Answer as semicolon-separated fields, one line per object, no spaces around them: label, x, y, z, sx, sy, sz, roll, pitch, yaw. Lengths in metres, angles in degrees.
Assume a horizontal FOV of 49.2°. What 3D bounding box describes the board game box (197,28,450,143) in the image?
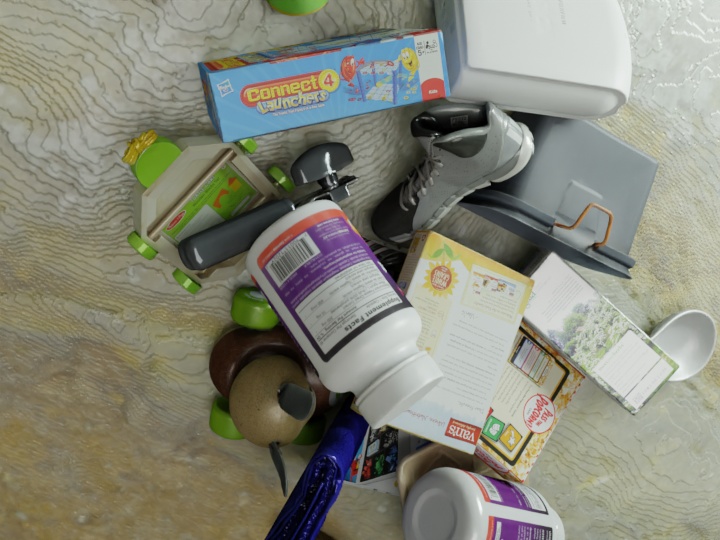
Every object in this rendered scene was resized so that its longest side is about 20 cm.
board game box;-0.044;-0.176;0.719;0.194;0.200;0.056;-13;110;-11

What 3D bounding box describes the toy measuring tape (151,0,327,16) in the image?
toy measuring tape;-0.095;-0.267;0.741;0.198;0.074;0.074;-18;112;-11

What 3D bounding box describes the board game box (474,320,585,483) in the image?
board game box;0.145;0.122;0.906;0.200;0.046;0.152;41;72;-12

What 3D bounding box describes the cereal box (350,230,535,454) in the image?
cereal box;0.089;0.077;0.828;0.143;0.039;0.201;24;84;-23

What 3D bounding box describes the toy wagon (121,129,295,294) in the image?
toy wagon;-0.159;-0.072;0.771;0.155;0.040;0.200;-47;137;-3

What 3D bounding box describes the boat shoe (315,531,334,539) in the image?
boat shoe;-0.037;0.384;0.984;0.200;0.071;0.069;38;94;-24

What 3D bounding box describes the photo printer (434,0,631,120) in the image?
photo printer;0.177;-0.236;0.788;0.198;0.069;0.168;5;67;-16

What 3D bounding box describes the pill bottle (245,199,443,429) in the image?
pill bottle;-0.012;0.043;0.741;0.111;0.111;0.201;-36;75;0

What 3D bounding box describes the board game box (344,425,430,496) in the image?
board game box;0.054;0.176;0.955;0.125;0.035;0.201;19;103;-21

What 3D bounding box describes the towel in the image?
towel;-0.035;0.217;0.835;0.049;0.200;0.148;31;106;4

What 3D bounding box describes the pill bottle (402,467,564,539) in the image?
pill bottle;0.148;0.296;0.904;0.199;0.112;0.113;24;102;-40

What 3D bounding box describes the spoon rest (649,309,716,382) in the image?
spoon rest;0.367;0.099;0.998;0.198;0.061;0.100;-3;109;-13

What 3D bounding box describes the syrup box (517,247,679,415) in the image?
syrup box;0.260;0.068;0.914;0.200;0.081;0.079;42;95;0

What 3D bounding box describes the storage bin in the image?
storage bin;0.229;-0.092;0.862;0.199;0.145;0.135;23;92;-20

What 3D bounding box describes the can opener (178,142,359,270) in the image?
can opener;-0.090;-0.068;0.775;0.199;0.053;0.067;-26;102;-24

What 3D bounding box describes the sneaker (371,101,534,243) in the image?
sneaker;0.066;-0.110;0.799;0.199;0.075;0.115;-33;141;25

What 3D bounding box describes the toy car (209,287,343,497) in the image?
toy car;-0.074;0.133;0.817;0.156;0.200;0.166;8;107;-17

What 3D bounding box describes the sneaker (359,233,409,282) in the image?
sneaker;0.000;0.000;0.851;0.198;0.087;0.074;13;104;-20

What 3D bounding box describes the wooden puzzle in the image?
wooden puzzle;0.127;0.259;0.976;0.199;0.046;0.186;-25;124;-24
